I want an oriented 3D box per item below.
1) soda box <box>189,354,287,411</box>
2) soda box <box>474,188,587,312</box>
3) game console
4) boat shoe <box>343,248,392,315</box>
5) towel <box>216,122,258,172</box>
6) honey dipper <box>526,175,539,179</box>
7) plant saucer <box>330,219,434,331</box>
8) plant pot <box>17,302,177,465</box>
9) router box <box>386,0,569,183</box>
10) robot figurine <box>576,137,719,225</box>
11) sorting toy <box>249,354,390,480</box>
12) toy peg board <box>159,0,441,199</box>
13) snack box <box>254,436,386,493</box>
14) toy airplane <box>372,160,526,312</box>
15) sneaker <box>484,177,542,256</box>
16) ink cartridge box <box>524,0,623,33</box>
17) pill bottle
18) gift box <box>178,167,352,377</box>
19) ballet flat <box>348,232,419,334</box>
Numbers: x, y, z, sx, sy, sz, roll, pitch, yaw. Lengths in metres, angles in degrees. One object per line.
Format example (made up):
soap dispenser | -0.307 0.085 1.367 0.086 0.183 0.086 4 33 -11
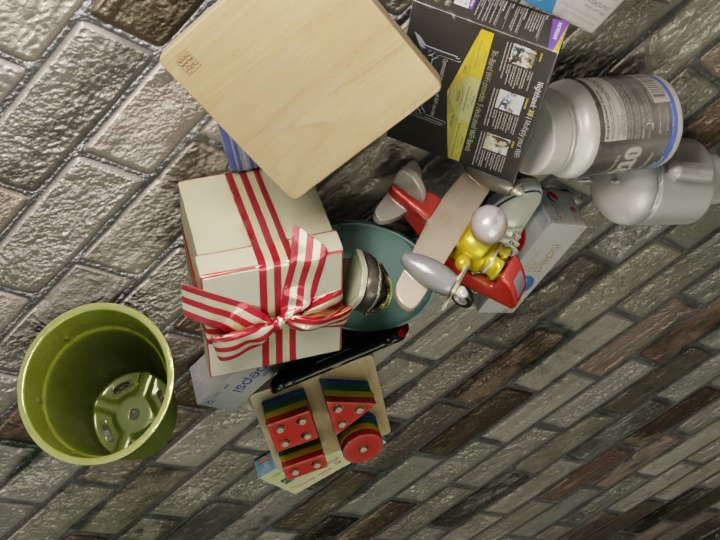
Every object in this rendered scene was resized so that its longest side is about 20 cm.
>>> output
soda box | -0.149 0.113 1.580 0.068 0.064 0.200 17 132 -42
soda box | 0.226 -0.024 1.590 0.067 0.064 0.201 3 141 -31
game console | -0.026 0.118 1.600 0.197 0.031 0.177 -24 -175 6
boat shoe | 0.009 0.017 1.354 0.059 0.073 0.201 14 179 -7
towel | -0.060 -0.178 1.253 0.196 0.024 0.146 -16 149 -4
honey dipper | 0.184 -0.159 1.397 0.038 0.038 0.200 -28 149 12
plant saucer | 0.000 0.000 1.474 0.196 0.036 0.202 4 136 4
plant pot | -0.316 0.166 1.481 0.197 0.203 0.190 -19 161 -2
router box | 0.119 -0.199 1.210 0.155 0.053 0.201 21 144 7
robot figurine | 0.382 -0.117 1.494 0.197 0.115 0.169 -2 172 -27
sorting toy | -0.054 0.237 1.772 0.195 0.070 0.202 -18 135 -4
toy peg board | -0.055 -0.214 1.125 0.199 0.098 0.199 -34 116 23
snack box | -0.067 0.306 1.930 0.198 0.038 0.116 -32 144 16
toy airplane | 0.116 -0.054 1.358 0.196 0.204 0.140 -1 169 -33
sneaker | 0.190 -0.043 1.524 0.072 0.072 0.201 -3 147 -26
ink cartridge box | 0.234 -0.347 1.105 0.145 0.087 0.200 11 137 -40
pill bottle | 0.270 -0.168 1.338 0.197 0.115 0.114 -9 147 -30
gift box | -0.119 -0.004 1.294 0.181 0.188 0.202 -14 138 -9
ballet flat | 0.050 0.018 1.558 0.073 0.075 0.200 12 139 -40
